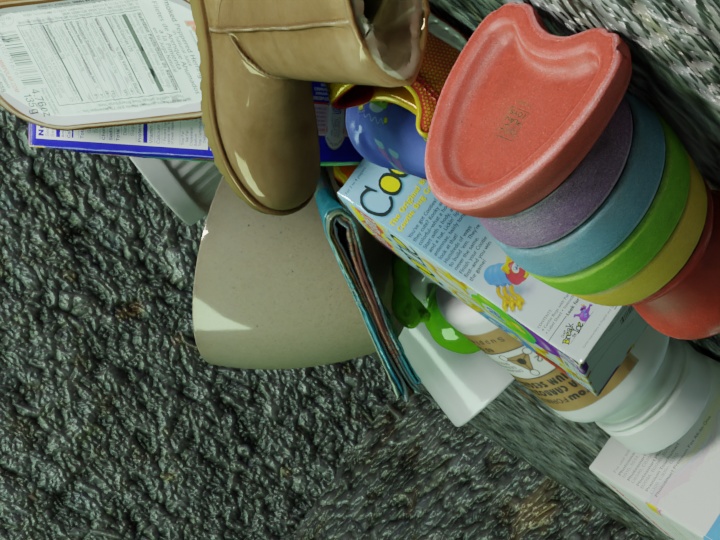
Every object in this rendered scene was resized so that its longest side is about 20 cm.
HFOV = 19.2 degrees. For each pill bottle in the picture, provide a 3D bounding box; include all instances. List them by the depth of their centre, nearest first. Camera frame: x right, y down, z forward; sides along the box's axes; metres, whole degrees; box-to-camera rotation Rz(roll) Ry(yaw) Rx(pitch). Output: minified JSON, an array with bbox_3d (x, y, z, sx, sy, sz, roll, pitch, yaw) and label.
[{"bbox_3d":[0.160,0.044,1.548,0.200,0.115,0.114,39,174,-26],"label":"pill bottle"}]

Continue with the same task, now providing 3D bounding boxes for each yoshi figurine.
[{"bbox_3d":[0.058,-0.013,1.590,0.111,0.113,0.201,-8,135,20],"label":"yoshi figurine"}]

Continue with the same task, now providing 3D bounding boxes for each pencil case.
[{"bbox_3d":[0.079,-0.070,1.290,0.087,0.078,0.200,30,-179,-45],"label":"pencil case"}]

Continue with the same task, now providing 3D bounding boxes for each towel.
[{"bbox_3d":[0.000,0.000,1.539,0.200,0.022,0.148,-109,-4,-75],"label":"towel"}]

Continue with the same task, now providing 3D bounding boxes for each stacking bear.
[{"bbox_3d":[0.137,-0.033,1.111,0.199,0.114,0.121,35,177,-35],"label":"stacking bear"}]

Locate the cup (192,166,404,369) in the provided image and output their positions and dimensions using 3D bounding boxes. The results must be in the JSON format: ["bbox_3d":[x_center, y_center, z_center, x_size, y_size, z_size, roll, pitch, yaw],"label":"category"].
[{"bbox_3d":[-0.031,-0.004,1.719,0.142,0.202,0.200,14,169,15],"label":"cup"}]

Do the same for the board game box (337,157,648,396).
[{"bbox_3d":[0.101,-0.023,1.407,0.199,0.105,0.103,36,175,18],"label":"board game box"}]

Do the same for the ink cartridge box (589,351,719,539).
[{"bbox_3d":[0.287,0.156,1.631,0.128,0.126,0.200,41,173,-39],"label":"ink cartridge box"}]

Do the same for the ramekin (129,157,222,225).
[{"bbox_3d":[-0.158,-0.149,1.761,0.201,0.105,0.200,54,-179,-2],"label":"ramekin"}]

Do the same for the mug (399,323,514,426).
[{"bbox_3d":[0.080,0.032,1.862,0.153,0.149,0.187,44,168,0],"label":"mug"}]

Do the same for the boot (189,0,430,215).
[{"bbox_3d":[-0.026,-0.111,1.178,0.200,0.066,0.177,7,118,61],"label":"boot"}]

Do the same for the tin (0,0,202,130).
[{"bbox_3d":[-0.155,-0.140,1.320,0.198,0.042,0.112,-4,135,25],"label":"tin"}]

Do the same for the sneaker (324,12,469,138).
[{"bbox_3d":[-0.015,-0.145,1.266,0.199,0.077,0.073,36,177,25],"label":"sneaker"}]

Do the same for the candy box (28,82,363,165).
[{"bbox_3d":[-0.103,-0.112,1.450,0.198,0.078,0.169,5,-176,18],"label":"candy box"}]
